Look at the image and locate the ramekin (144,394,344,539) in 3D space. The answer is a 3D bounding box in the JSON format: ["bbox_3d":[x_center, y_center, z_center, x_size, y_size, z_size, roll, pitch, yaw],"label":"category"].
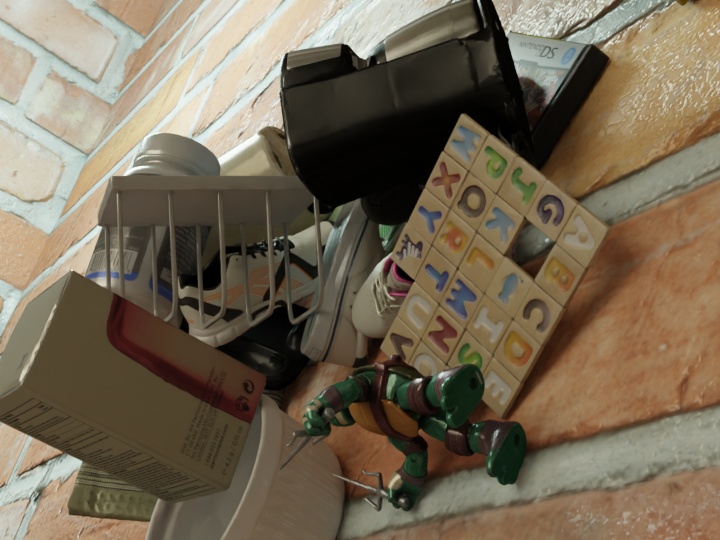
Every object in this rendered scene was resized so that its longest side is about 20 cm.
[{"bbox_3d":[-0.100,0.218,1.054,0.200,0.104,0.202,-45,26,30],"label":"ramekin"}]

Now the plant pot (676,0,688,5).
[{"bbox_3d":[0.259,-0.382,0.958,0.200,0.194,0.197,-41,27,23],"label":"plant pot"}]

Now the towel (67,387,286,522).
[{"bbox_3d":[-0.187,0.179,1.222,0.035,0.197,0.195,86,-167,-52],"label":"towel"}]

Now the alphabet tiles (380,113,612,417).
[{"bbox_3d":[0.086,0.008,0.908,0.167,0.007,0.202,44,117,37],"label":"alphabet tiles"}]

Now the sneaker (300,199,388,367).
[{"bbox_3d":[0.000,0.000,1.158,0.073,0.070,0.203,151,137,-70],"label":"sneaker"}]

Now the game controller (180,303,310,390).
[{"bbox_3d":[-0.132,0.062,1.278,0.198,0.043,0.104,19,48,32],"label":"game controller"}]

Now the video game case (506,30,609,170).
[{"bbox_3d":[0.131,-0.129,1.110,0.201,0.025,0.181,-58,22,3],"label":"video game case"}]

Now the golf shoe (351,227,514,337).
[{"bbox_3d":[0.041,0.005,1.026,0.200,0.091,0.076,-38,67,44],"label":"golf shoe"}]

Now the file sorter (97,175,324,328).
[{"bbox_3d":[-0.141,-0.012,1.121,0.139,0.197,0.127,148,119,-69],"label":"file sorter"}]

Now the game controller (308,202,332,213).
[{"bbox_3d":[0.006,-0.140,1.236,0.200,0.042,0.105,-46,-14,-41],"label":"game controller"}]

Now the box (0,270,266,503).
[{"bbox_3d":[-0.202,0.105,1.010,0.127,0.199,0.110,-24,40,53],"label":"box"}]

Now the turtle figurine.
[{"bbox_3d":[0.021,0.113,0.882,0.198,0.149,0.102,-9,58,45],"label":"turtle figurine"}]

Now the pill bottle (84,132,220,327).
[{"bbox_3d":[-0.221,-0.040,1.275,0.113,0.113,0.202,-27,42,52],"label":"pill bottle"}]

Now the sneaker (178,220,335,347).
[{"bbox_3d":[-0.102,-0.001,1.232,0.199,0.081,0.073,-34,32,-18],"label":"sneaker"}]

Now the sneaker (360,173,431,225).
[{"bbox_3d":[0.056,-0.127,1.163,0.201,0.075,0.115,-57,12,-11],"label":"sneaker"}]

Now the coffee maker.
[{"bbox_3d":[0.037,-0.130,1.009,0.197,0.135,0.194,-17,43,16],"label":"coffee maker"}]

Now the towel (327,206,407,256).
[{"bbox_3d":[-0.002,-0.036,1.279,0.153,0.023,0.201,-53,23,17],"label":"towel"}]

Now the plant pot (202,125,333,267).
[{"bbox_3d":[-0.137,-0.067,1.416,0.183,0.200,0.202,-37,28,20],"label":"plant pot"}]
